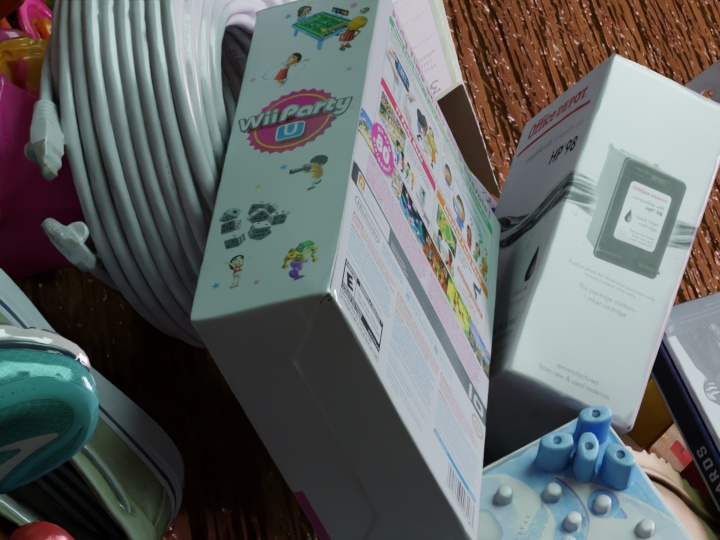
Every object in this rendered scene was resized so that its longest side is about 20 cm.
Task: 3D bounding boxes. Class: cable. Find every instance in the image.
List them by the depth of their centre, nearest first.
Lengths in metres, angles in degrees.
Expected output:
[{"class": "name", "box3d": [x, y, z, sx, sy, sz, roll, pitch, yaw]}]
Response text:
[{"class": "cable", "box3d": [-0.067, -0.067, 1.269, 0.200, 0.069, 0.201, 48, 37, -55]}]

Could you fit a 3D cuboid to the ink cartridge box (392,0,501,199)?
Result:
[{"class": "ink cartridge box", "box3d": [-0.002, -0.124, 1.532, 0.146, 0.048, 0.200, 43, -19, 38]}]

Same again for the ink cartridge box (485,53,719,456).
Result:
[{"class": "ink cartridge box", "box3d": [0.105, -0.019, 1.347, 0.067, 0.116, 0.200, 24, 70, -11]}]

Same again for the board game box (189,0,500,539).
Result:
[{"class": "board game box", "box3d": [0.000, 0.000, 1.213, 0.200, 0.064, 0.148, -80, 151, -48]}]

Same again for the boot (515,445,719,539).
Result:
[{"class": "boot", "box3d": [0.148, 0.183, 1.275, 0.175, 0.066, 0.200, 20, 42, -43]}]

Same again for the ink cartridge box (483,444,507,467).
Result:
[{"class": "ink cartridge box", "box3d": [0.107, 0.154, 1.369, 0.200, 0.041, 0.200, 46, 27, 8]}]

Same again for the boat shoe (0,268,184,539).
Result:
[{"class": "boat shoe", "box3d": [-0.151, 0.046, 1.165, 0.200, 0.072, 0.062, 37, 25, -13]}]

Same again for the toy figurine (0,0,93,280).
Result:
[{"class": "toy figurine", "box3d": [-0.160, -0.074, 1.305, 0.200, 0.150, 0.185, 34, 34, -58]}]

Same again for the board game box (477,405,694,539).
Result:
[{"class": "board game box", "box3d": [0.071, 0.171, 1.187, 0.200, 0.026, 0.200, -26, 64, -20]}]

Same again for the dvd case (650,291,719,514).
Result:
[{"class": "dvd case", "box3d": [0.228, 0.093, 1.361, 0.150, 0.025, 0.200, -15, 73, -33]}]

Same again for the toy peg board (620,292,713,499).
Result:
[{"class": "toy peg board", "box3d": [0.178, 0.061, 1.480, 0.199, 0.098, 0.200, 44, 13, 3]}]

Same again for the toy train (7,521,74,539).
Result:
[{"class": "toy train", "box3d": [-0.086, 0.183, 1.057, 0.200, 0.085, 0.116, 34, 43, -35]}]

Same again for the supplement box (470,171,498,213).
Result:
[{"class": "supplement box", "box3d": [-0.040, -0.059, 1.426, 0.200, 0.101, 0.103, 51, 29, 17]}]

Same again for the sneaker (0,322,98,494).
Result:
[{"class": "sneaker", "box3d": [-0.176, 0.081, 1.012, 0.200, 0.078, 0.080, -21, 38, -23]}]
